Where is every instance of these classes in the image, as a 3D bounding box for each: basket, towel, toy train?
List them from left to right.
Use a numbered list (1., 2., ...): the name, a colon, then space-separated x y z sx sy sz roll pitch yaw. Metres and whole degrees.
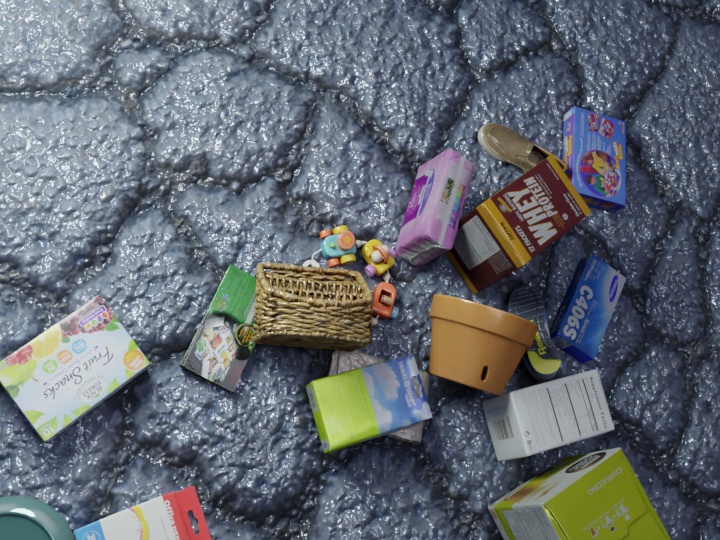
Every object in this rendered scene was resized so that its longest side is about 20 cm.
1. basket: -0.079 0.051 1.475 0.196 0.143 0.152 7 77 -14
2. toy train: 0.000 0.000 1.600 0.198 0.056 0.152 28 66 -11
3. towel: 0.030 0.222 1.556 0.197 0.034 0.135 17 69 -15

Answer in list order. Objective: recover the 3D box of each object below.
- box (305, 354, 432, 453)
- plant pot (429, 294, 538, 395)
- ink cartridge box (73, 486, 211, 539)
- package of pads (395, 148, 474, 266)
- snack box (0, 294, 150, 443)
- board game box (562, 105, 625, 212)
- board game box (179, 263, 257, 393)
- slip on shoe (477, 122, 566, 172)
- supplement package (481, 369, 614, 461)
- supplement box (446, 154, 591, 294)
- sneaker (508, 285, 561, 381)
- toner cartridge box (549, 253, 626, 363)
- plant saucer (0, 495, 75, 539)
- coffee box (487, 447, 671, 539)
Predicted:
1. box: 0.015 0.228 1.503 0.197 0.048 0.124 -12 78 -23
2. plant pot: 0.209 0.140 1.572 0.197 0.200 0.142 18 85 -14
3. ink cartridge box: -0.329 0.420 1.342 0.197 0.067 0.118 -18 80 -24
4. package of pads: 0.140 -0.117 1.646 0.075 0.120 0.203 28 63 -22
5. snack box: -0.458 0.156 1.383 0.199 0.053 0.143 -38 91 -26
6. board game box: 0.502 -0.239 1.866 0.132 0.045 0.204 13 70 -16
7. board game box: -0.224 0.100 1.505 0.104 0.023 0.202 28 66 -9
8. slip on shoe: 0.336 -0.246 1.797 0.199 0.061 0.077 35 65 -7
9. supplement package: 0.348 0.269 1.613 0.197 0.117 0.119 -10 77 -23
10. supplement box: 0.289 -0.085 1.653 0.196 0.200 0.134 -34 87 -25
11. sneaker: 0.333 0.124 1.683 0.073 0.083 0.203 -12 58 5
12. toner cartridge box: 0.459 0.075 1.755 0.094 0.043 0.202 33 65 -9
13. plant saucer: -0.514 0.434 1.264 0.196 0.027 0.204 1 79 -4
14. coffee box: 0.385 0.454 1.526 0.198 0.198 0.202 -25 83 -25
